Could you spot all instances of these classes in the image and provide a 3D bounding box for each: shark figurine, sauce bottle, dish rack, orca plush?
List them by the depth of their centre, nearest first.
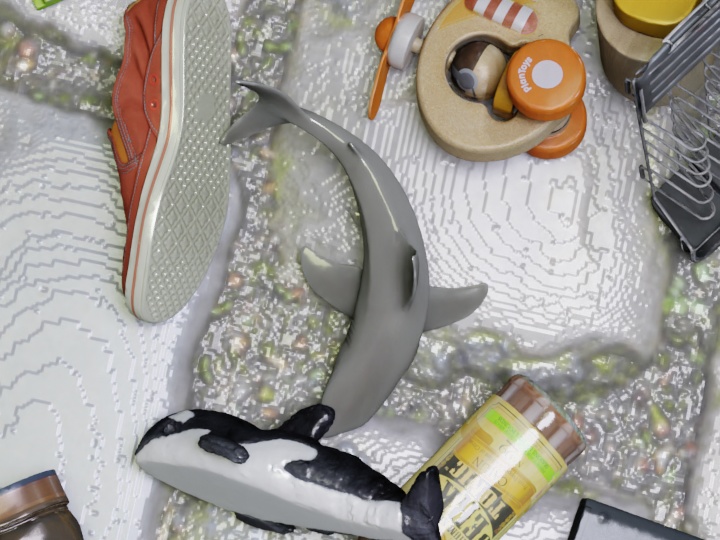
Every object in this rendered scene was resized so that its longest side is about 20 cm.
[{"bbox_3d":[-0.033,0.101,1.152,0.105,0.199,0.071,47,58,-39],"label":"orca plush"},{"bbox_3d":[0.221,-0.104,1.154,0.153,0.200,0.055,-44,65,-7],"label":"dish rack"},{"bbox_3d":[0.007,-0.022,1.174,0.127,0.089,0.216,-19,95,-8],"label":"shark figurine"},{"bbox_3d":[0.044,0.150,1.176,0.065,0.065,0.200,43,83,3],"label":"sauce bottle"}]

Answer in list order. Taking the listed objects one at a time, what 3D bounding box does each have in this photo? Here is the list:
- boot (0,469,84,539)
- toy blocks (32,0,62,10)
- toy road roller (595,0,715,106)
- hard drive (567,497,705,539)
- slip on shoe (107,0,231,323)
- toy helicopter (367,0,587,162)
[{"bbox_3d":[-0.243,0.201,1.151,0.199,0.075,0.097,-28,82,-7],"label":"boot"},{"bbox_3d":[-0.115,-0.231,1.180,0.199,0.137,0.100,-24,85,-5],"label":"toy blocks"},{"bbox_3d":[0.160,-0.213,1.203,0.145,0.123,0.201,18,79,13],"label":"toy road roller"},{"bbox_3d":[0.203,0.233,1.187,0.199,0.033,0.140,20,82,0],"label":"hard drive"},{"bbox_3d":[-0.118,-0.069,1.202,0.061,0.074,0.202,3,88,32],"label":"slip on shoe"},{"bbox_3d":[0.066,-0.161,1.223,0.131,0.079,0.201,-4,72,6],"label":"toy helicopter"}]
